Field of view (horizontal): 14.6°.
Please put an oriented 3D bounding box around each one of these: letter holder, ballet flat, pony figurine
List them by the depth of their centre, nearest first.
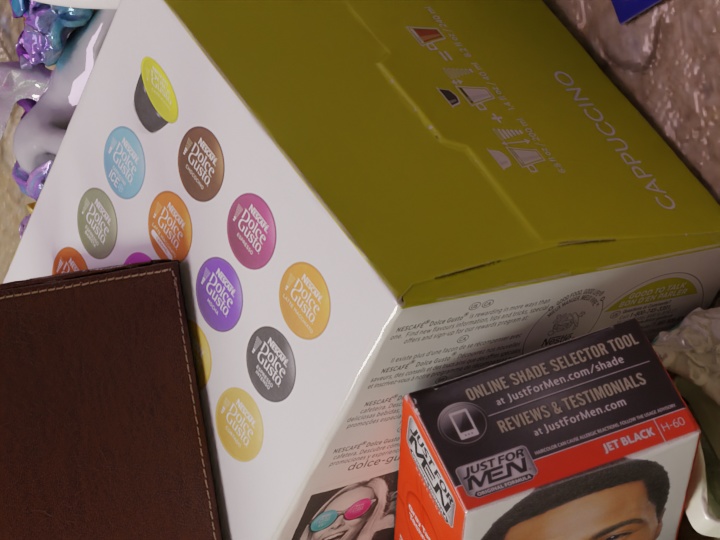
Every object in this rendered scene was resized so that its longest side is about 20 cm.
[{"bbox_3d":[-0.139,0.107,1.102,0.101,0.142,0.200,-7,93,52],"label":"letter holder"},{"bbox_3d":[0.162,0.108,1.111,0.072,0.072,0.200,-46,62,44],"label":"ballet flat"},{"bbox_3d":[-0.150,-0.070,1.409,0.193,0.167,0.200,-59,34,0],"label":"pony figurine"}]

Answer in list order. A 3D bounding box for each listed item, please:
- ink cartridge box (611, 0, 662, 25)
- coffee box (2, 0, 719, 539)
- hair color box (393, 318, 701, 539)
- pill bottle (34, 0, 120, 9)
[{"bbox_3d":[0.089,-0.206,1.152,0.095,0.037,0.200,-30,82,53],"label":"ink cartridge box"},{"bbox_3d":[0.000,0.000,1.182,0.200,0.200,0.198,52,133,29],"label":"coffee box"},{"bbox_3d":[0.070,0.111,1.134,0.200,0.101,0.061,91,157,-54],"label":"hair color box"},{"bbox_3d":[-0.117,-0.234,1.329,0.120,0.120,0.200,23,121,47],"label":"pill bottle"}]
